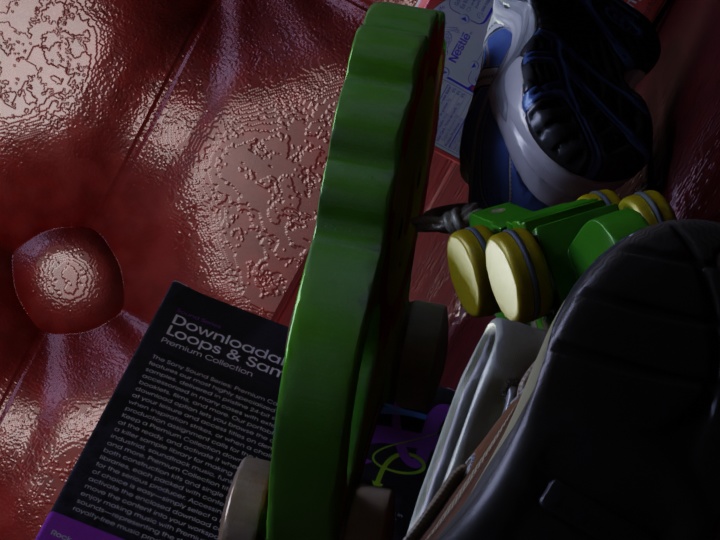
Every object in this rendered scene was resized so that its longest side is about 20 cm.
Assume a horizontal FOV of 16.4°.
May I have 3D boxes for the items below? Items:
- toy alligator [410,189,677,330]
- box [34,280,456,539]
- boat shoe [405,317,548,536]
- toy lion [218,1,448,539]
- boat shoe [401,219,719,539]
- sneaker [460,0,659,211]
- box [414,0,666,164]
[{"bbox_3d":[0.062,0.005,0.852,0.200,0.059,0.055,-173,68,-74],"label":"toy alligator"},{"bbox_3d":[-0.044,0.095,1.036,0.200,0.142,0.036,-66,-3,-52],"label":"box"},{"bbox_3d":[0.021,0.108,0.699,0.201,0.062,0.072,-63,4,-3],"label":"boat shoe"},{"bbox_3d":[0.000,0.000,0.980,0.200,0.068,0.192,-72,-10,-53],"label":"toy lion"},{"bbox_3d":[0.043,0.081,0.610,0.200,0.076,0.074,-54,-2,-5],"label":"boat shoe"},{"bbox_3d":[0.073,-0.069,1.016,0.077,0.076,0.200,-56,6,28],"label":"sneaker"},{"bbox_3d":[0.094,-0.148,1.202,0.201,0.102,0.095,-61,4,23],"label":"box"}]
